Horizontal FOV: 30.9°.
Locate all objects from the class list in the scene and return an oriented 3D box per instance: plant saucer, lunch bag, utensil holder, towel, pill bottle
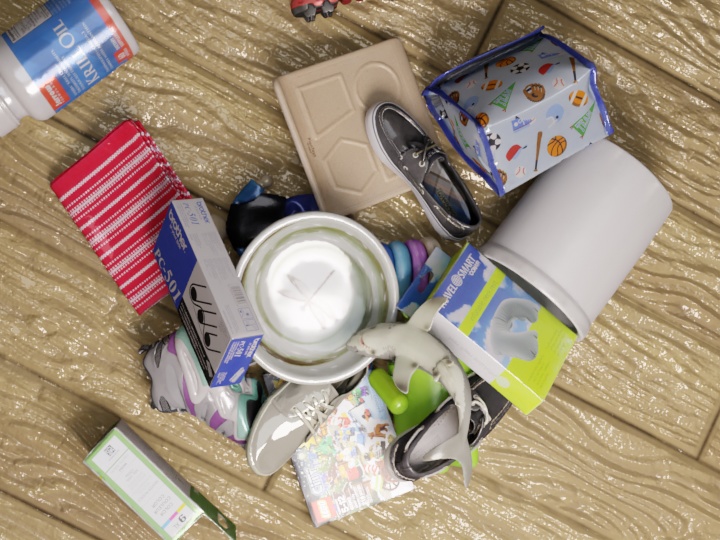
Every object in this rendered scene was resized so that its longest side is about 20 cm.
[{"bbox_3d":[-0.055,0.030,1.525,0.197,0.050,0.204,-1,97,-8],"label":"plant saucer"},{"bbox_3d":[0.182,-0.211,1.590,0.168,0.200,0.125,-26,124,-6],"label":"lunch bag"},{"bbox_3d":[0.265,-0.043,1.604,0.169,0.170,0.201,40,82,-4],"label":"utensil holder"},{"bbox_3d":[-0.275,-0.066,1.594,0.144,0.022,0.201,-34,92,12],"label":"towel"},{"bbox_3d":[-0.374,-0.252,1.562,0.199,0.112,0.113,-38,93,-6],"label":"pill bottle"}]

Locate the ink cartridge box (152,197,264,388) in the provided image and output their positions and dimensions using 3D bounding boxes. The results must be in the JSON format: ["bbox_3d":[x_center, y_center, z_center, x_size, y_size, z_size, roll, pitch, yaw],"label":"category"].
[{"bbox_3d":[-0.177,0.024,1.490,0.044,0.094,0.202,-7,55,-32],"label":"ink cartridge box"}]

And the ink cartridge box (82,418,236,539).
[{"bbox_3d":[-0.240,0.271,1.567,0.200,0.104,0.059,44,85,-4],"label":"ink cartridge box"}]

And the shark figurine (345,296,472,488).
[{"bbox_3d":[0.091,0.124,1.466,0.128,0.089,0.215,-40,58,4],"label":"shark figurine"}]

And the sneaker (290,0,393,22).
[{"bbox_3d":[0.001,-0.380,1.629,0.197,0.071,0.099,-14,92,-5],"label":"sneaker"}]

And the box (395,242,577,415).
[{"bbox_3d":[0.151,0.060,1.536,0.199,0.048,0.122,39,49,-3],"label":"box"}]

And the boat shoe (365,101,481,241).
[{"bbox_3d":[0.082,-0.125,1.595,0.070,0.066,0.202,-35,98,-26],"label":"boat shoe"}]

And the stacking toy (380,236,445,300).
[{"bbox_3d":[0.000,0.000,1.593,0.197,0.085,0.087,1,88,-17],"label":"stacking toy"}]

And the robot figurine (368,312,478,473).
[{"bbox_3d":[0.094,0.144,1.603,0.173,0.115,0.204,-6,89,-25],"label":"robot figurine"}]

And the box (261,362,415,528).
[{"bbox_3d":[-0.028,0.200,1.627,0.135,0.038,0.203,-20,91,-7],"label":"box"}]

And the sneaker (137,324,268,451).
[{"bbox_3d":[-0.196,0.158,1.585,0.138,0.078,0.202,-20,110,28],"label":"sneaker"}]

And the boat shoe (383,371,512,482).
[{"bbox_3d":[0.115,0.176,1.513,0.198,0.060,0.075,-30,94,-23],"label":"boat shoe"}]

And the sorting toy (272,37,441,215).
[{"bbox_3d":[0.001,-0.176,1.622,0.198,0.036,0.188,-22,91,-27],"label":"sorting toy"}]

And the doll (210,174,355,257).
[{"bbox_3d":[-0.104,-0.049,1.620,0.197,0.048,0.139,0,87,-7],"label":"doll"}]

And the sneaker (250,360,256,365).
[{"bbox_3d":[-0.102,0.069,1.595,0.197,0.091,0.079,-18,90,-7],"label":"sneaker"}]

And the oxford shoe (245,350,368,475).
[{"bbox_3d":[-0.062,0.161,1.553,0.200,0.057,0.075,-48,124,-17],"label":"oxford shoe"}]
